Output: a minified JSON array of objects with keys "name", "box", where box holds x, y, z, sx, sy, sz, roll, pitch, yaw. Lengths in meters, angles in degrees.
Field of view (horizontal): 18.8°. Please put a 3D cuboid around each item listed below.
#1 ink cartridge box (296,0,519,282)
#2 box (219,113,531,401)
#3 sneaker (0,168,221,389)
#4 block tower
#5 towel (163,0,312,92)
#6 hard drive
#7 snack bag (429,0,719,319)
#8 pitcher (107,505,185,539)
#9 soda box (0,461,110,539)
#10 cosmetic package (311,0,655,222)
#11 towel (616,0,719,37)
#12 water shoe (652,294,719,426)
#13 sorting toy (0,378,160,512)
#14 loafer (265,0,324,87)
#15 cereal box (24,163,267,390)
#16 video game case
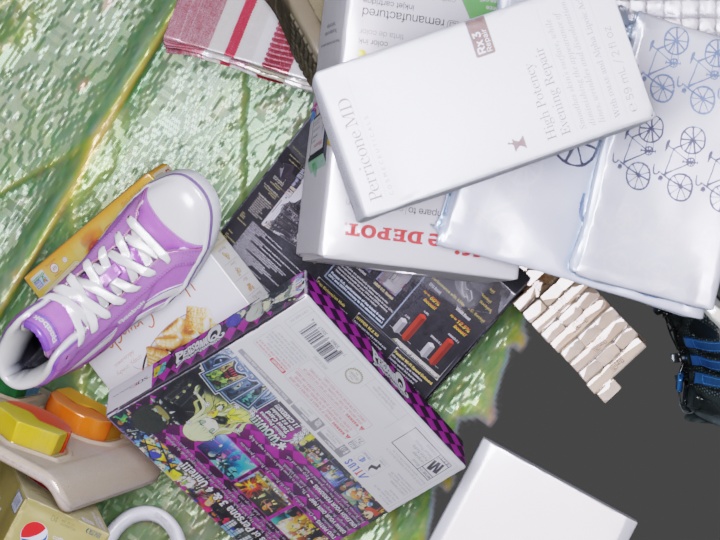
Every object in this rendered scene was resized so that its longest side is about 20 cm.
[{"name":"ink cartridge box","box":[0.042,-0.098,1.485,0.144,0.084,0.202,7,90,-13]},{"name":"box","box":[0.000,0.000,1.597,0.200,0.050,0.158,41,114,4]},{"name":"sneaker","box":[-0.181,0.016,1.536,0.073,0.114,0.201,44,114,4]},{"name":"block tower","box":[0.131,0.006,1.616,0.058,0.054,0.200,-42,88,4]},{"name":"towel","box":[-0.033,-0.193,1.611,0.198,0.023,0.145,17,59,3]},{"name":"hard drive","box":[0.103,0.245,1.634,0.131,0.025,0.201,28,92,3]},{"name":"snack bag","box":[0.163,-0.083,1.451,0.198,0.021,0.190,15,88,-7]},{"name":"pitcher","box":[-0.176,0.290,1.618,0.200,0.121,0.172,-42,68,-7]},{"name":"soda box","box":[-0.237,0.173,1.565,0.067,0.200,0.064,27,94,-19]},{"name":"cosmetic package","box":[0.077,-0.109,1.400,0.199,0.074,0.102,-20,89,-4]},{"name":"towel","box":[0.222,-0.163,1.518,0.198,0.086,0.167,-1,92,2]},{"name":"water shoe","box":[0.259,0.074,1.600,0.079,0.071,0.200,-42,87,5]},{"name":"sorting toy","box":[-0.250,0.097,1.561,0.199,0.185,0.037,31,100,13]},{"name":"loafer","box":[-0.040,-0.219,1.570,0.067,0.076,0.201,-21,75,-15]},{"name":"cereal box","box":[-0.137,0.041,1.612,0.144,0.040,0.200,-38,91,26]},{"name":"video game case","box":[-0.052,0.115,1.568,0.181,0.036,0.200,-32,121,19]}]
